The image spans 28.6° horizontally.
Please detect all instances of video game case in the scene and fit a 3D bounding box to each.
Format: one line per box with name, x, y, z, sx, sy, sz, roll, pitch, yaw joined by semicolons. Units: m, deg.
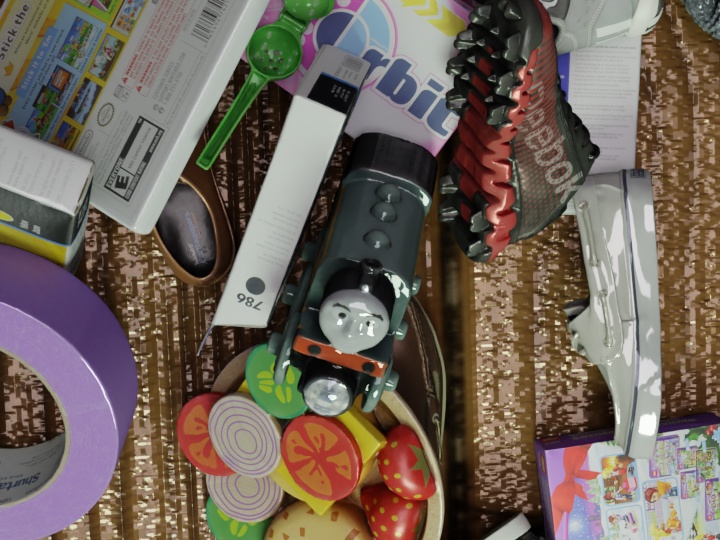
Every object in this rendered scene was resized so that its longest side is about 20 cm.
video game case;-0.160;-0.151;0.921;0.182;0.023;0.200;31;96;26

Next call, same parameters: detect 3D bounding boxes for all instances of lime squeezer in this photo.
lime squeezer;-0.047;-0.157;0.883;0.038;0.071;0.200;36;105;11

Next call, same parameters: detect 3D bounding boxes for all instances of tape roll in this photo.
tape roll;-0.250;0.082;0.925;0.199;0.066;0.201;2;121;3

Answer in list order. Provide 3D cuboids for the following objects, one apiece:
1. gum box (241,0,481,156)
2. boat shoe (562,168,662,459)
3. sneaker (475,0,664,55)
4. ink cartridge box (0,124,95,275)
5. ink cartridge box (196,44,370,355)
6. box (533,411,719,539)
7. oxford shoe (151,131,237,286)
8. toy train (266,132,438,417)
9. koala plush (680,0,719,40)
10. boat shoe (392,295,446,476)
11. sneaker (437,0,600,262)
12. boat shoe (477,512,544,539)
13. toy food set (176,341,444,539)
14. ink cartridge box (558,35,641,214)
gum box;-0.009;-0.168;0.947;0.200;0.066;0.114;34;109;-8
boat shoe;0.172;0.032;0.975;0.065;0.072;0.201;-3;102;8
sneaker;0.110;-0.233;0.929;0.115;0.075;0.201;-22;80;-7
ink cartridge box;-0.268;-0.061;0.883;0.199;0.198;0.047;20;74;-8
ink cartridge box;-0.050;-0.039;0.918;0.039;0.100;0.200;23;119;-3
box;0.207;0.213;1.033;0.136;0.039;0.201;-8;97;-5
oxford shoe;-0.136;-0.083;0.957;0.071;0.071;0.200;-26;96;-1
toy train;0.000;0.000;0.886;0.085;0.200;0.114;18;125;-1
koala plush;0.288;-0.233;0.915;0.177;0.200;0.184;-13;97;-4
boat shoe;0.029;0.110;0.988;0.074;0.075;0.203;-7;96;-5
sneaker;0.107;-0.096;0.906;0.098;0.071;0.201;-16;137;-18
boat shoe;0.052;0.253;0.999;0.200;0.076;0.060;-38;80;4
toy food set;-0.035;0.140;0.954;0.198;0.049;0.200;44;126;11
ink cartridge box;0.147;-0.139;0.995;0.094;0.037;0.201;1;98;-5
